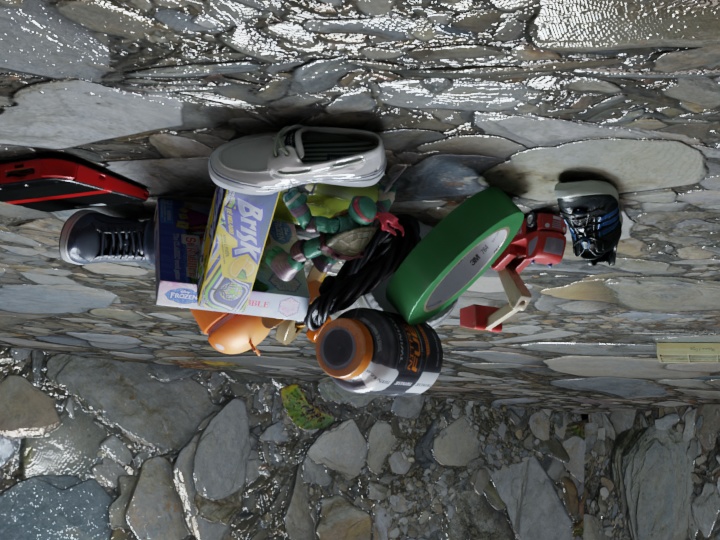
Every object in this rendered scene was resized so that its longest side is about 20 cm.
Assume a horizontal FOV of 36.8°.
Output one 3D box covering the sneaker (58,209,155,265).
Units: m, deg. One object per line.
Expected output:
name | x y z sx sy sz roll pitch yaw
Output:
sneaker | -0.317 -0.041 1.526 0.144 0.078 0.202 8 -172 21

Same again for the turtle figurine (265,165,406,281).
turtle figurine | -0.029 -0.058 1.307 0.148 0.102 0.200 8 147 -31

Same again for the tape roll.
tape roll | 0.119 -0.017 1.363 0.048 0.200 0.201 46 166 15

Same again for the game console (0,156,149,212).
game console | -0.407 -0.112 1.435 0.197 0.032 0.176 -3 172 30

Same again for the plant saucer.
plant saucer | -0.067 -0.092 1.409 0.196 0.032 0.200 3 167 1

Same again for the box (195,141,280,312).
box | -0.148 -0.049 1.291 0.063 0.071 0.202 7 129 -17

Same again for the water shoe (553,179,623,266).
water shoe | 0.293 -0.056 1.355 0.070 0.080 0.199 -3 166 26

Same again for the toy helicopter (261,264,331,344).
toy helicopter | -0.076 0.022 1.590 0.078 0.202 0.132 32 -159 14

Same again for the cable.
cable | 0.000 0.000 1.372 0.199 0.051 0.163 -35 -173 40

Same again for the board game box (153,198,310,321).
board game box | -0.177 -0.017 1.456 0.196 0.201 0.042 7 123 -17

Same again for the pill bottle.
pill bottle | 0.021 0.105 1.377 0.105 0.108 0.199 -3 172 28

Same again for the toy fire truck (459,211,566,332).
toy fire truck | 0.212 0.006 1.512 0.048 0.144 0.199 9 167 -26

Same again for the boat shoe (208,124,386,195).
boat shoe | -0.069 -0.132 1.178 0.196 0.075 0.067 -5 152 -3

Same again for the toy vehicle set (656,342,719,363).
toy vehicle set | 0.769 0.186 2.433 0.197 0.027 0.124 -1 166 20

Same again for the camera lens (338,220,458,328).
camera lens | 0.054 0.024 1.589 0.157 0.163 0.200 6 167 -12

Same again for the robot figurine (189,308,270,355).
robot figurine | -0.207 0.040 1.655 0.116 0.202 0.143 -23 169 -48
